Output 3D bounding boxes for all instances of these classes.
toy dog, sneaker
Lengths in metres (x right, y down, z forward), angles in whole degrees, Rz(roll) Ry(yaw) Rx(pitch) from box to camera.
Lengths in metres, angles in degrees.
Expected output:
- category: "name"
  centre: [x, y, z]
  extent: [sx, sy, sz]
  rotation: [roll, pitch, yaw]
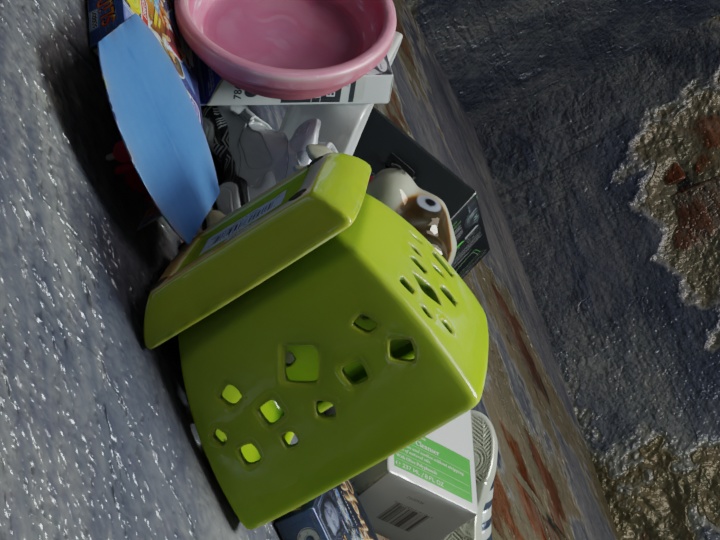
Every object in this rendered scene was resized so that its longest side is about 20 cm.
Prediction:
- category: "toy dog"
  centre: [-0.019, -0.007, 1.234]
  extent: [0.195, 0.199, 0.140]
  rotation: [65, 11, -2]
- category: "sneaker"
  centre: [0.106, 0.249, 1.565]
  extent: [0.085, 0.074, 0.202]
  rotation: [56, 41, -65]
- category: "sneaker"
  centre: [-0.078, -0.109, 1.390]
  extent: [0.075, 0.114, 0.201]
  rotation: [55, 15, -46]

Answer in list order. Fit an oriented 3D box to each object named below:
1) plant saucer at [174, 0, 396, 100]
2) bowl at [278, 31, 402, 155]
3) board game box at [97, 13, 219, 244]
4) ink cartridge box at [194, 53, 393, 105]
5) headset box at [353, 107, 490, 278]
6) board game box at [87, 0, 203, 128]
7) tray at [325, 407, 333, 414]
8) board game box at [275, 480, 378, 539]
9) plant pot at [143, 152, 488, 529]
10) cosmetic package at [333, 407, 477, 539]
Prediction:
- category: "plant saucer"
  centre: [-0.068, -0.220, 1.356]
  extent: [0.051, 0.198, 0.202]
  rotation: [100, -18, -46]
- category: "bowl"
  centre: [-0.036, -0.143, 1.513]
  extent: [0.074, 0.201, 0.201]
  rotation: [25, 37, 0]
- category: "board game box"
  centre: [-0.166, -0.104, 1.143]
  extent: [0.200, 0.039, 0.159]
  rotation: [-77, 145, -70]
- category: "ink cartridge box"
  centre: [-0.075, -0.196, 1.394]
  extent: [0.039, 0.198, 0.100]
  rotation: [99, -18, -46]
- category: "headset box"
  centre: [0.055, -0.080, 1.797]
  extent: [0.174, 0.093, 0.200]
  rotation: [42, -8, 21]
- category: "board game box"
  centre: [-0.186, -0.212, 1.293]
  extent: [0.201, 0.034, 0.136]
  rotation: [-102, 164, -44]
- category: "tray"
  centre: [0.004, 0.106, 1.446]
  extent: [0.107, 0.022, 0.201]
  rotation: [5, 56, -40]
- category: "board game box"
  centre: [0.000, 0.259, 1.204]
  extent: [0.136, 0.034, 0.201]
  rotation: [-62, 128, -76]
- category: "plant pot"
  centre: [-0.037, 0.036, 1.094]
  extent: [0.182, 0.199, 0.199]
  rotation: [56, 13, -11]
- category: "cosmetic package"
  centre: [0.037, 0.137, 1.359]
  extent: [0.107, 0.085, 0.201]
  rotation: [27, 41, -28]
